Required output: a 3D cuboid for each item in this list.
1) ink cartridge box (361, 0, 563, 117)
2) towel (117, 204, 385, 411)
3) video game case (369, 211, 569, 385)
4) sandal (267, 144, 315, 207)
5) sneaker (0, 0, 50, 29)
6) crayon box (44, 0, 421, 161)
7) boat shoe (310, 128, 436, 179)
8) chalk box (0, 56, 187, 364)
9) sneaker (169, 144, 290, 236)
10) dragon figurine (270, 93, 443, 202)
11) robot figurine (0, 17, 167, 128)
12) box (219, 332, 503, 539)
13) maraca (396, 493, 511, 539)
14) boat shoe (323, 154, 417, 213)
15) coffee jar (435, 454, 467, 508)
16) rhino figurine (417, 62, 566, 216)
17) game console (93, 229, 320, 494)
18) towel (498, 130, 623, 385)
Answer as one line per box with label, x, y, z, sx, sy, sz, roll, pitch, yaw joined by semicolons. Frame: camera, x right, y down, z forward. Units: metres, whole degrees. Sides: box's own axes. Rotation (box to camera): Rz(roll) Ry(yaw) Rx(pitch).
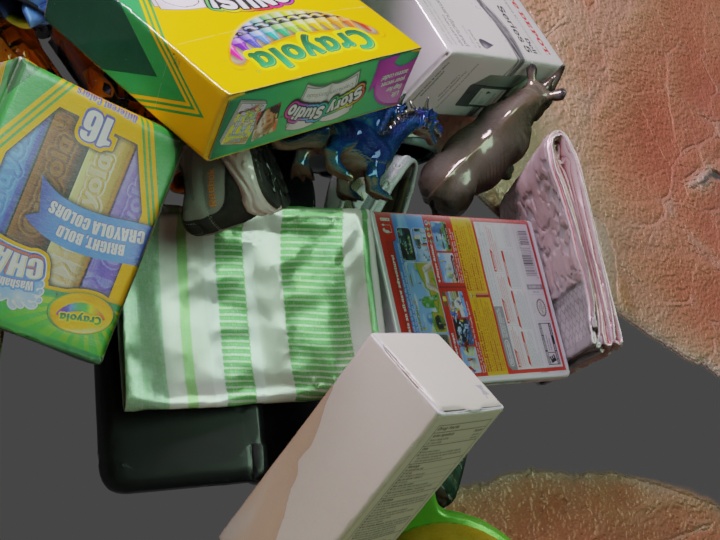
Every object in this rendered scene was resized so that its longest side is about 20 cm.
ink cartridge box;0.079;-0.223;1.149;0.199;0.084;0.146;-6;59;-51
towel;-0.077;0.021;0.895;0.198;0.023;0.154;0;71;-23
video game case;0.089;0.024;1.019;0.199;0.017;0.144;1;71;-43
sandal;-0.105;-0.114;0.985;0.075;0.048;0.201;-32;81;-1
sneaker;-0.211;-0.201;0.873;0.199;0.066;0.079;-4;80;-39
crayon box;-0.084;-0.165;0.856;0.172;0.059;0.199;40;38;22
boat shoe;-0.001;-0.107;1.081;0.199;0.073;0.062;-22;83;-49
chalk box;-0.220;-0.018;0.799;0.123;0.124;0.202;26;80;-30
sneaker;-0.114;-0.104;0.902;0.074;0.079;0.201;55;11;-44
dragon figurine;-0.012;-0.114;0.952;0.199;0.058;0.100;20;75;-48
robot figurine;-0.210;-0.139;0.924;0.145;0.058;0.201;-40;98;-42
box;-0.001;0.142;0.868;0.078;0.201;0.095;47;21;27
maraca;0.057;0.242;0.950;0.200;0.137;0.107;47;4;-5
boat shoe;0.001;0.000;1.013;0.074;0.064;0.204;36;61;-55
coffee jar;0.056;0.094;1.031;0.104;0.085;0.201;43;49;-20
rhino figurine;0.125;-0.119;1.133;0.060;0.088;0.200;42;78;13
game console;-0.113;0.072;0.945;0.174;0.117;0.202;-4;71;-10
towel;0.172;-0.004;1.113;0.032;0.200;0.193;-9;77;-9
